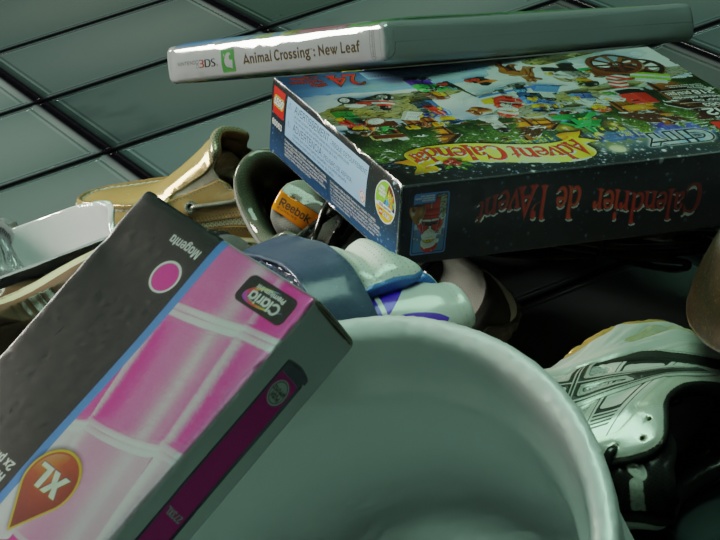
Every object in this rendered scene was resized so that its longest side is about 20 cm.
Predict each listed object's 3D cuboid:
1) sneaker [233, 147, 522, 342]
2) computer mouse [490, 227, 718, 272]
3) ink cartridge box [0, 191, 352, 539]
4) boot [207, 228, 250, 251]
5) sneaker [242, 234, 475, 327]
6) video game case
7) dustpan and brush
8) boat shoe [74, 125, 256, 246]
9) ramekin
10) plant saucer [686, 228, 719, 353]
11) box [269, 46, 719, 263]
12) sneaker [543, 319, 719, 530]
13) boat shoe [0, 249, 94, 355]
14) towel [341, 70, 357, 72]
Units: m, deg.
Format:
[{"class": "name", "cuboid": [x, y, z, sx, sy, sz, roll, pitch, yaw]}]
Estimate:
[{"class": "sneaker", "cuboid": [0.000, 0.000, 1.114, 0.074, 0.079, 0.200, -50, 39, -4]}, {"class": "computer mouse", "cuboid": [0.084, -0.029, 1.185, 0.138, 0.053, 0.200, 7, 14, -16]}, {"class": "ink cartridge box", "cuboid": [-0.100, 0.072, 0.780, 0.095, 0.037, 0.200, 31, 78, 40]}, {"class": "boot", "cuboid": [-0.046, 0.055, 1.079, 0.132, 0.070, 0.200, 2, 38, 19]}, {"class": "sneaker", "cuboid": [-0.032, 0.034, 0.895, 0.146, 0.081, 0.200, -21, 5, 12]}, {"class": "video game case", "cuboid": [0.034, -0.115, 1.195, 0.200, 0.022, 0.182, -9, 6, -37]}, {"class": "dustpan and brush", "cuboid": [-0.194, -0.010, 1.262, 0.140, 0.057, 0.200, -20, -5, -3]}, {"class": "boat shoe", "cuboid": [-0.070, -0.042, 1.269, 0.200, 0.076, 0.072, 2, 27, 25]}, {"class": "ramekin", "cuboid": [0.004, 0.124, 0.772, 0.200, 0.098, 0.201, -14, 52, 19]}, {"class": "plant saucer", "cuboid": [0.228, -0.015, 0.958, 0.200, 0.034, 0.200, -14, 20, 5]}, {"class": "box", "cuboid": [0.077, -0.056, 1.063, 0.200, 0.038, 0.137, -7, 26, -24]}, {"class": "sneaker", "cuboid": [0.083, 0.075, 0.956, 0.200, 0.076, 0.088, -24, 27, -25]}, {"class": "boat shoe", "cuboid": [-0.176, 0.047, 1.146, 0.202, 0.075, 0.075, -24, 6, -28]}, {"class": "towel", "cuboid": [0.024, -0.076, 1.195, 0.086, 0.018, 0.200, -1, 15, 4]}]
